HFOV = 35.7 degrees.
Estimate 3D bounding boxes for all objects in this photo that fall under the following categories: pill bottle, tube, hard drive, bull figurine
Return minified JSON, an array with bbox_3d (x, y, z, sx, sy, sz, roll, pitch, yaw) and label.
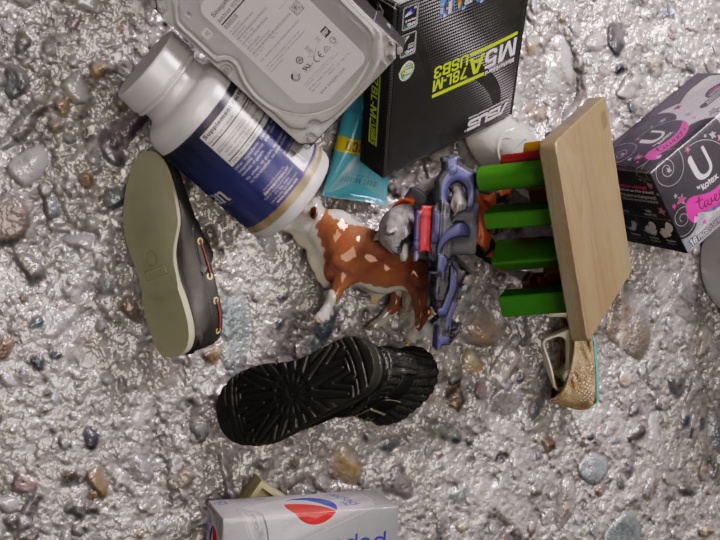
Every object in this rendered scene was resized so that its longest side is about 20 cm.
[{"bbox_3d":[-0.136,-0.135,1.095,0.200,0.111,0.112,41,81,-21],"label":"pill bottle"},{"bbox_3d":[0.011,-0.174,1.188,0.076,0.050,0.204,8,97,-21],"label":"tube"},{"bbox_3d":[-0.075,-0.226,1.021,0.200,0.038,0.139,43,114,-15],"label":"hard drive"},{"bbox_3d":[0.000,0.000,1.194,0.197,0.065,0.123,15,94,-23],"label":"bull figurine"}]

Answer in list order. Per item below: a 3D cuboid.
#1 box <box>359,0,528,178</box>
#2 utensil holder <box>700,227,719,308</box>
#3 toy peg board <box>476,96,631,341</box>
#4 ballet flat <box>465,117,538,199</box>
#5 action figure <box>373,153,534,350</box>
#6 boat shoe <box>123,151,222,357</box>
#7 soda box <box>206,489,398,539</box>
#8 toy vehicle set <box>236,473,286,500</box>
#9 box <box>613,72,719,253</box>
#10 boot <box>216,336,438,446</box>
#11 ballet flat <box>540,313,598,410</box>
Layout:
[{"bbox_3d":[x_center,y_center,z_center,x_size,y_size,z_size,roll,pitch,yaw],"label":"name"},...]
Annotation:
[{"bbox_3d":[0.087,-0.216,1.140,0.198,0.047,0.195,-28,136,-33],"label":"box"},{"bbox_3d":[0.530,-0.006,1.338,0.167,0.199,0.173,-3,98,-22],"label":"utensil holder"},{"bbox_3d":[0.202,-0.057,1.168,0.199,0.096,0.203,-40,122,-57],"label":"toy peg board"},{"bbox_3d":[0.201,-0.110,1.262,0.200,0.069,0.070,42,81,-21],"label":"ballet flat"},{"bbox_3d":[0.099,-0.024,1.188,0.191,0.104,0.204,4,101,-29],"label":"action figure"},{"bbox_3d":[-0.187,-0.018,1.119,0.063,0.073,0.205,-14,93,-56],"label":"boat shoe"},{"bbox_3d":[-0.061,0.276,1.175,0.197,0.063,0.070,2,96,-23],"label":"soda box"},{"bbox_3d":[-0.076,0.331,1.225,0.199,0.026,0.125,41,81,-22],"label":"toy vehicle set"},{"bbox_3d":[0.387,-0.131,1.299,0.199,0.132,0.116,-39,111,-14],"label":"box"},{"bbox_3d":[-0.032,0.133,1.187,0.157,0.208,0.081,16,59,-62],"label":"boot"},{"bbox_3d":[0.243,0.065,1.304,0.064,0.070,0.204,-3,95,-7],"label":"ballet flat"}]
